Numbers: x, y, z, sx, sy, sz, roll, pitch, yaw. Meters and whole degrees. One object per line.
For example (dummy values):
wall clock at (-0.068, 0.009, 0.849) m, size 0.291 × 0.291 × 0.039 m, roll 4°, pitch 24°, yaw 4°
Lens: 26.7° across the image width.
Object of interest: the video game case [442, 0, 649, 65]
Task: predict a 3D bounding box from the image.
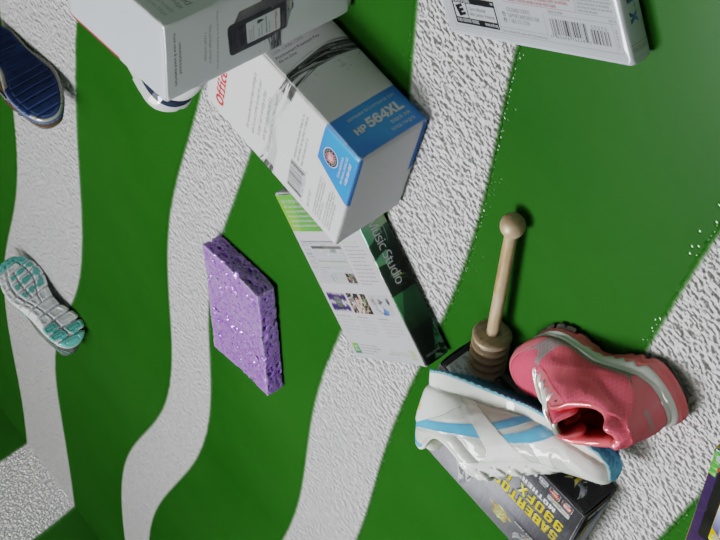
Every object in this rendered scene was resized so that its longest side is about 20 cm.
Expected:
video game case at (0.109, -0.242, 1.068) m, size 0.200 × 0.022 × 0.183 m, roll 23°, pitch 139°, yaw 51°

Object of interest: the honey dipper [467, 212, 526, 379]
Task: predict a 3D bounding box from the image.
honey dipper at (0.125, 0.021, 1.338) m, size 0.038 × 0.038 × 0.201 m, roll 42°, pitch 147°, yaw 27°

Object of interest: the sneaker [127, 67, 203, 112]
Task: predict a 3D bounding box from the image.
sneaker at (-0.231, -0.266, 1.603) m, size 0.200 × 0.076 × 0.080 m, roll 50°, pitch 143°, yaw 3°

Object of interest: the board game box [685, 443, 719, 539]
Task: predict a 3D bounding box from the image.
board game box at (0.347, 0.226, 1.152) m, size 0.200 × 0.057 × 0.166 m, roll 42°, pitch 153°, yaw 27°

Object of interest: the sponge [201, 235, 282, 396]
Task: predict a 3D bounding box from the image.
sponge at (-0.143, 0.058, 1.857) m, size 0.111 × 0.030 × 0.201 m, roll 41°, pitch 150°, yaw 30°

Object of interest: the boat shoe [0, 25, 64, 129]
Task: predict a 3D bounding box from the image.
boat shoe at (-0.439, -0.243, 1.997) m, size 0.200 × 0.072 × 0.073 m, roll 51°, pitch 161°, yaw 34°

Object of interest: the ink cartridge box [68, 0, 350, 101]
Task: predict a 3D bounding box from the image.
ink cartridge box at (-0.125, -0.247, 1.273) m, size 0.145 × 0.199 × 0.084 m, roll 41°, pitch 147°, yaw 29°

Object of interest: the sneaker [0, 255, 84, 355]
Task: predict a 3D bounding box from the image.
sneaker at (-0.531, 0.065, 2.512) m, size 0.200 × 0.077 × 0.091 m, roll 50°, pitch 158°, yaw 16°

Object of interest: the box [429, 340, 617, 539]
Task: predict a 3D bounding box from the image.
box at (0.145, 0.184, 1.470) m, size 0.200 × 0.048 × 0.159 m, roll 47°, pitch 153°, yaw 20°

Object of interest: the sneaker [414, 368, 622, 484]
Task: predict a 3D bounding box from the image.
sneaker at (0.140, 0.155, 1.358) m, size 0.199 × 0.076 × 0.081 m, roll 20°, pitch 94°, yaw 32°

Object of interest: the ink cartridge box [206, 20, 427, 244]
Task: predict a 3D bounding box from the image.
ink cartridge box at (-0.045, -0.148, 1.377) m, size 0.200 × 0.084 × 0.146 m, roll 49°, pitch 155°, yaw 16°

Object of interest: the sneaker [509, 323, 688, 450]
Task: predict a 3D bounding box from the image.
sneaker at (0.177, 0.101, 1.271) m, size 0.200 × 0.087 × 0.074 m, roll 11°, pitch 129°, yaw 57°

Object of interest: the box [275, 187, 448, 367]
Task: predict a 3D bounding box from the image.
box at (0.000, 0.000, 1.531) m, size 0.144 × 0.036 × 0.201 m, roll 3°, pitch 124°, yaw 60°
